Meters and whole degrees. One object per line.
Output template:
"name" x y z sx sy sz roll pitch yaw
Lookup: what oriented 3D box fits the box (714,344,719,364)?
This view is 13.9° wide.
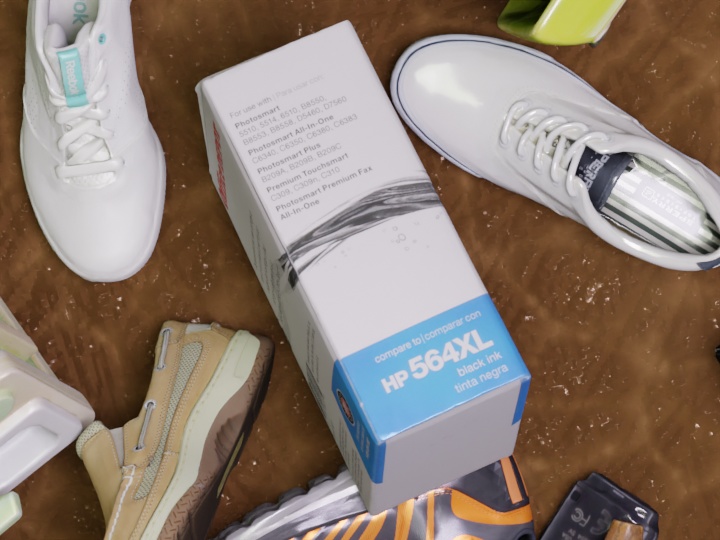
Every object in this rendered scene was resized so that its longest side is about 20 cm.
"box" 0.310 0.077 1.497 0.193 0.048 0.201 -30 91 -4

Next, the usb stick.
"usb stick" 0.085 0.199 1.530 0.055 0.033 0.201 34 94 24

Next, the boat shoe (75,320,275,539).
"boat shoe" -0.107 0.102 1.473 0.076 0.200 0.072 18 133 6

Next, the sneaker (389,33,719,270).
"sneaker" 0.108 -0.063 1.497 0.199 0.071 0.073 25 94 0

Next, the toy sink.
"toy sink" -0.214 0.061 1.457 0.112 0.130 0.200 -38 70 4

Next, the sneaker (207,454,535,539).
"sneaker" -0.001 0.159 1.511 0.199 0.078 0.112 -26 91 3

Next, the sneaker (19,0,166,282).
"sneaker" -0.142 -0.092 1.495 0.075 0.088 0.201 -5 94 1

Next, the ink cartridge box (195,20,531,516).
"ink cartridge box" 0.000 0.000 1.436 0.084 0.146 0.201 -23 74 -8

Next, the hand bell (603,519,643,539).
"hand bell" 0.115 0.225 1.487 0.104 0.104 0.201 13 90 1

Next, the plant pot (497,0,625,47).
"plant pot" 0.073 -0.219 1.431 0.181 0.199 0.200 34 94 -6
